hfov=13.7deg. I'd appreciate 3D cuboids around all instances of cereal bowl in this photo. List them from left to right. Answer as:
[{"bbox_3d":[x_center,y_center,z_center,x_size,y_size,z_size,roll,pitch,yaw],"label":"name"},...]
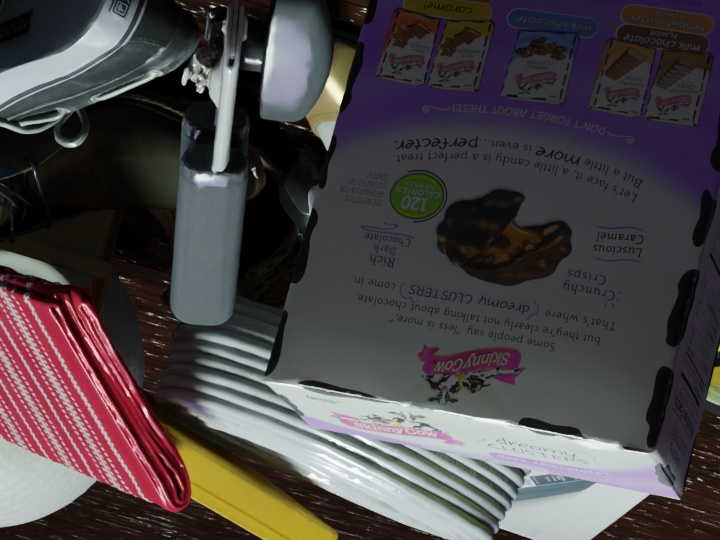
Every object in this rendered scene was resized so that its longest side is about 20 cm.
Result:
[{"bbox_3d":[-0.218,0.045,1.772,0.199,0.201,0.083,19,152,-13],"label":"cereal bowl"}]

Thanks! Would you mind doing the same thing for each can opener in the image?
[{"bbox_3d":[-0.056,-0.050,1.387,0.066,0.053,0.200,8,139,-6],"label":"can opener"}]

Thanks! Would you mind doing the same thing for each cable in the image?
[{"bbox_3d":[-0.009,0.078,1.546,0.200,0.069,0.200,28,172,-19],"label":"cable"}]

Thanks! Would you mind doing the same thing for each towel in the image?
[{"bbox_3d":[-0.171,0.044,1.510,0.200,0.022,0.145,17,142,48],"label":"towel"}]

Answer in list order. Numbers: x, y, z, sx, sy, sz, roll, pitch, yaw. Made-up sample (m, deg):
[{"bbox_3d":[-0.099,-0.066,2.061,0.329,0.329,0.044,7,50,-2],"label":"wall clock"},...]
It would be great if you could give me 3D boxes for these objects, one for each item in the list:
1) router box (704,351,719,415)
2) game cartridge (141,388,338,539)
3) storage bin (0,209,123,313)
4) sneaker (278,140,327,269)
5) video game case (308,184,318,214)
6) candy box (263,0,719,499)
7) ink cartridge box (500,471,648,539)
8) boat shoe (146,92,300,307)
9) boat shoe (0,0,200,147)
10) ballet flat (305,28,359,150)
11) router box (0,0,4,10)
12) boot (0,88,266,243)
[{"bbox_3d":[0.273,0.062,1.610,0.200,0.052,0.157,23,163,-24],"label":"router box"},{"bbox_3d":[-0.119,0.086,1.631,0.200,0.032,0.176,34,178,39],"label":"game cartridge"},{"bbox_3d":[-0.228,-0.044,1.652,0.199,0.094,0.199,16,164,-5],"label":"storage bin"},{"bbox_3d":[0.000,0.000,1.501,0.087,0.076,0.200,-38,155,14],"label":"sneaker"},{"bbox_3d":[0.092,-0.019,1.401,0.199,0.023,0.182,-13,155,9],"label":"video game case"},{"bbox_3d":[0.070,-0.022,1.235,0.167,0.201,0.072,10,164,20],"label":"candy box"},{"bbox_3d":[0.090,0.075,1.690,0.199,0.045,0.176,20,137,-26],"label":"ink cartridge box"},{"bbox_3d":[-0.063,-0.023,1.583,0.063,0.073,0.200,25,169,25],"label":"boat shoe"},{"bbox_3d":[-0.153,-0.099,1.427,0.068,0.074,0.199,29,146,-35],"label":"boat shoe"},{"bbox_3d":[0.033,-0.051,1.429,0.200,0.063,0.069,28,159,-37],"label":"ballet flat"},{"bbox_3d":[-0.241,-0.082,1.424,0.051,0.150,0.200,24,163,-27],"label":"router box"},{"bbox_3d":[-0.150,-0.038,1.472,0.199,0.097,0.075,8,133,26],"label":"boot"}]
